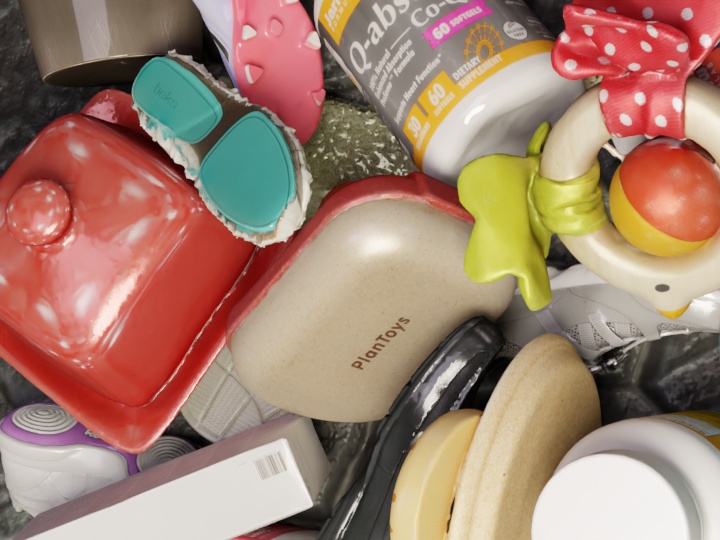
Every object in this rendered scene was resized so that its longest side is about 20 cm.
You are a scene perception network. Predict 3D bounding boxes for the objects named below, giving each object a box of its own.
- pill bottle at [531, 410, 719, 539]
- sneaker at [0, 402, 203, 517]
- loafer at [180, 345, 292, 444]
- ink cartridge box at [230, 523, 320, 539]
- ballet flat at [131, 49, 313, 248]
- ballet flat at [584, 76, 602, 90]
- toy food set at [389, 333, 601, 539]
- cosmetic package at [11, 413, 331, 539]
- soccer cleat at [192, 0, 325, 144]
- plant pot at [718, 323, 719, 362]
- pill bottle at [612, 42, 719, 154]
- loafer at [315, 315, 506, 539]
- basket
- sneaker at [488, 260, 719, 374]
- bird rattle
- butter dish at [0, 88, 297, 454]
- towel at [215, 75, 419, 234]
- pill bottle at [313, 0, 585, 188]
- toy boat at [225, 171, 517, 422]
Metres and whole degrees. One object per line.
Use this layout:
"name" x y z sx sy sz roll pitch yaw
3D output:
"pill bottle" 0.166 0.136 0.870 0.111 0.200 0.112 -1 87 26
"sneaker" -0.166 0.161 1.119 0.199 0.075 0.100 18 119 23
"loafer" -0.111 0.066 1.096 0.200 0.063 0.072 34 83 20
"ink cartridge box" -0.002 0.248 1.013 0.199 0.083 0.147 4 88 27
"ballet flat" -0.075 -0.073 0.985 0.072 0.072 0.200 -55 46 14
"ballet flat" 0.184 -0.186 0.963 0.067 0.046 0.200 45 107 22
"toy food set" 0.082 0.133 0.882 0.048 0.200 0.199 11 131 26
"cosmetic package" -0.121 0.153 1.008 0.199 0.083 0.051 -22 97 10
"soccer cleat" -0.082 -0.175 1.037 0.076 0.067 0.201 6 122 62
"plant pot" 0.291 0.033 0.787 0.199 0.188 0.201 -1 84 5
"pill bottle" 0.242 -0.110 0.894 0.200 0.112 0.113 -31 74 21
"loafer" 0.038 0.119 0.924 0.070 0.068 0.201 32 107 14
"basket" -0.179 -0.236 1.100 0.179 0.136 0.201 -7 88 3
"sneaker" 0.146 0.033 0.965 0.199 0.075 0.082 -1 93 38
"bird rattle" 0.151 -0.062 0.853 0.163 0.113 0.200 36 119 0
"butter dish" -0.177 -0.018 1.022 0.199 0.148 0.200 34 87 23
"towel" -0.033 -0.048 1.070 0.199 0.036 0.149 18 94 26
"pill bottle" 0.041 -0.151 0.990 0.116 0.116 0.200 -44 64 18
"toy boat" 0.000 0.000 0.976 0.200 0.130 0.131 -47 34 35
